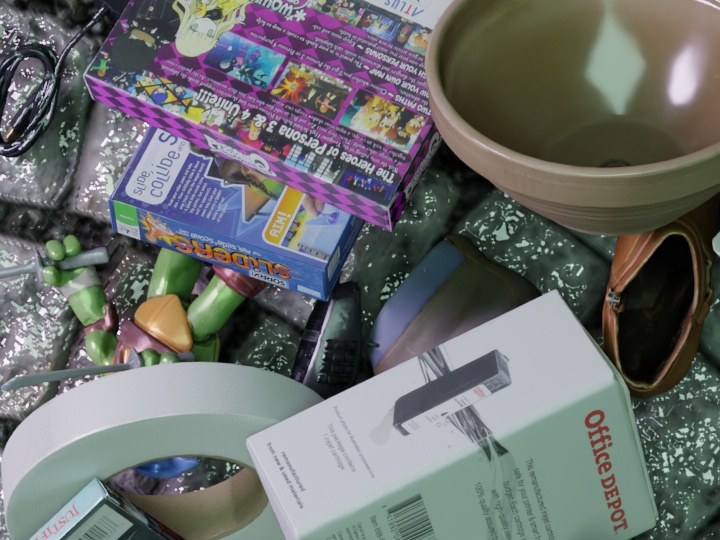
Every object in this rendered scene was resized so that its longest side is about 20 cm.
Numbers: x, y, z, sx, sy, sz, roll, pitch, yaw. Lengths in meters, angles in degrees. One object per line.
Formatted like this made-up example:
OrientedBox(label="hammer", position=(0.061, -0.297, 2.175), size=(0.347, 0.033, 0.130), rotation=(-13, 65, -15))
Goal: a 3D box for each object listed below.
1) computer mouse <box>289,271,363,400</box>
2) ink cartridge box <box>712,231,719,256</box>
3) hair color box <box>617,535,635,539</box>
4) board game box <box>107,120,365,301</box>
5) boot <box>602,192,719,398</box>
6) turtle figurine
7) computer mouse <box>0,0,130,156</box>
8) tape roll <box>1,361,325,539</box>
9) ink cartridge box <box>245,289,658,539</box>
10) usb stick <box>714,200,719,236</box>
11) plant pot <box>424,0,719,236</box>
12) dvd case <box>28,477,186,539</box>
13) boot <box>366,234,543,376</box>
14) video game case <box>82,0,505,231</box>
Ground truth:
OrientedBox(label="computer mouse", position=(0.000, 0.000, 1.770), size=(0.034, 0.059, 0.200), rotation=(18, 90, -10))
OrientedBox(label="ink cartridge box", position=(0.294, -0.049, 1.640), size=(0.115, 0.068, 0.200), rotation=(41, 52, 5))
OrientedBox(label="hair color box", position=(0.067, 0.212, 1.734), size=(0.200, 0.064, 0.111), rotation=(-12, 49, 9))
OrientedBox(label="board game box", position=(-0.044, -0.088, 1.718), size=(0.135, 0.034, 0.200), rotation=(19, 59, 13))
OrientedBox(label="boot", position=(0.171, -0.026, 1.690), size=(0.077, 0.155, 0.200), rotation=(14, 93, 7))
OrientedBox(label="turtle figurine", position=(-0.131, 0.012, 1.732), size=(0.200, 0.144, 0.194), rotation=(38, 86, -14))
OrientedBox(label="computer mouse", position=(-0.157, -0.149, 1.793), size=(0.059, 0.034, 0.200), rotation=(44, 103, 1))
OrientedBox(label="tape roll", position=(-0.107, 0.121, 1.720), size=(0.202, 0.203, 0.037), rotation=(-15, 57, 8))
OrientedBox(label="ink cartridge box", position=(0.055, 0.120, 1.675), size=(0.200, 0.144, 0.084), rotation=(-25, 48, -6))
OrientedBox(label="usb stick", position=(0.238, -0.094, 1.696), size=(0.033, 0.055, 0.200), rotation=(-11, 56, 44))
OrientedBox(label="plant pot", position=(0.137, -0.084, 1.617), size=(0.200, 0.201, 0.093), rotation=(0, 132, 8))
OrientedBox(label="dvd case", position=(-0.141, 0.215, 1.739), size=(0.146, 0.200, 0.022), rotation=(-44, 45, 7))
OrientedBox(label="boot", position=(0.039, 0.075, 1.770), size=(0.200, 0.075, 0.097), rotation=(-52, 59, 17))
OrientedBox(label="video game case", position=(-0.028, -0.139, 1.694), size=(0.200, 0.036, 0.182), rotation=(24, 69, 16))
